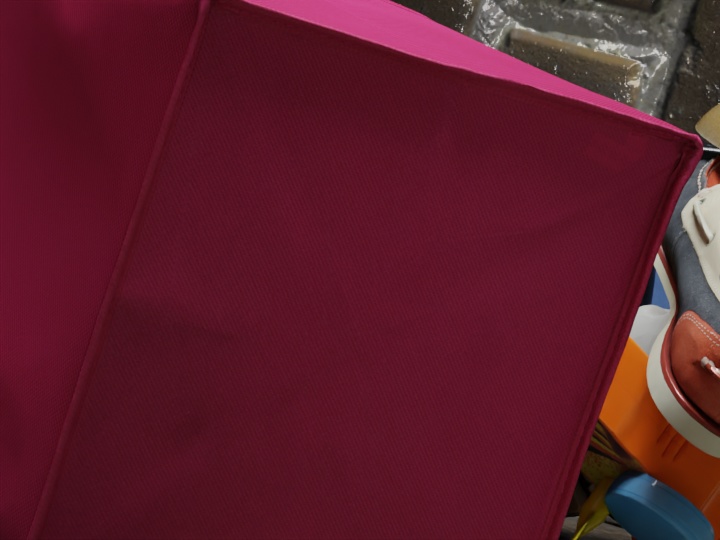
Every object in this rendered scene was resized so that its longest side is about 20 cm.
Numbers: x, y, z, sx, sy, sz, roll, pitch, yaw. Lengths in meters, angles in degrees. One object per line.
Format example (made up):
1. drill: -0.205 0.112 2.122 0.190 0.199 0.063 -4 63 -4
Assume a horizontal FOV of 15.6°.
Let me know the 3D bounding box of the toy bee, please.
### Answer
1. toy bee: 0.123 0.094 1.087 0.131 0.200 0.109 -30 4 -22

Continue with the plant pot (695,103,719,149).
1. plant pot: 0.245 -0.042 1.146 0.199 0.028 0.200 18 12 -4

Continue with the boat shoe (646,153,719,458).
1. boat shoe: 0.155 0.000 1.057 0.071 0.063 0.200 34 28 -8

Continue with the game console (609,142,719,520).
1. game console: 0.201 0.054 1.238 0.172 0.201 0.119 8 16 9

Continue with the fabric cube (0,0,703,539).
1. fabric cube: -0.036 -0.004 0.917 0.200 0.197 0.199 15 9 -31

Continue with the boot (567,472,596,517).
1. boot: 0.017 0.074 1.199 0.199 0.075 0.107 16 -9 -4

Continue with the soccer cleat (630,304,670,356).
1. soccer cleat: 0.178 0.102 1.197 0.200 0.078 0.069 50 19 16
